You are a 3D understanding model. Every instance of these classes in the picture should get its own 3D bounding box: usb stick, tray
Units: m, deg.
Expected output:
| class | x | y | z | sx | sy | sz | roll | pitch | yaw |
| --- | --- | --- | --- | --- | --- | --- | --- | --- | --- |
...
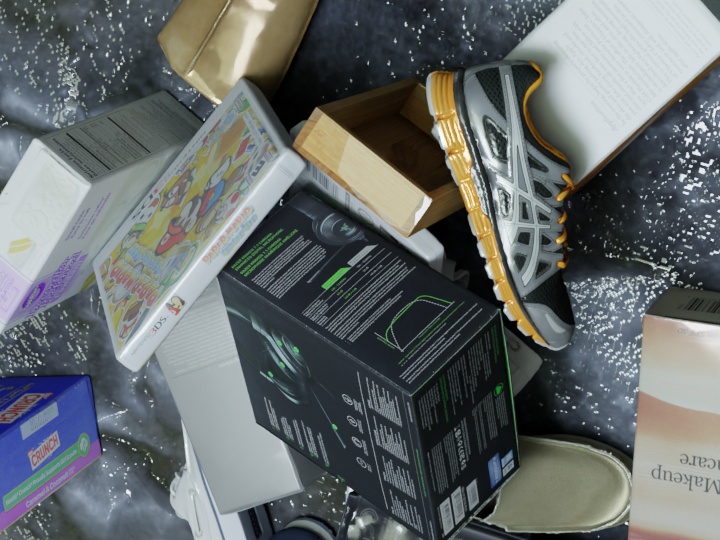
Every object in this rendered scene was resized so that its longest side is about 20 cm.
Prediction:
| class | x | y | z | sx | sy | sz | roll | pitch | yaw |
| --- | --- | --- | --- | --- | --- | --- | --- | --- | --- |
| usb stick | 0.081 | 0.211 | 1.513 | 0.198 | 0.033 | 0.056 | 17 | 102 | 2 |
| tray | 0.034 | -0.081 | 1.423 | 0.098 | 0.200 | 0.037 | 39 | 110 | 10 |

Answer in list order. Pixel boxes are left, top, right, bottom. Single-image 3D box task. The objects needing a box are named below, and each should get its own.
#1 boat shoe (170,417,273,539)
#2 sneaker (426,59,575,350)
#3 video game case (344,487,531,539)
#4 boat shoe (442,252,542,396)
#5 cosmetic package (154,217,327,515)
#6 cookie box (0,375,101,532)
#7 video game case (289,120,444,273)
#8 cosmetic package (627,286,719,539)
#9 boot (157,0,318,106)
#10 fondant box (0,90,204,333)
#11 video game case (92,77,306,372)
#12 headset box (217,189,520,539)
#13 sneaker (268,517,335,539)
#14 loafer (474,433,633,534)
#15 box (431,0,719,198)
| class | x | y | z | sx | sy | sz | roll | pitch | yaw |
| --- | --- | --- | --- | --- | --- | --- | --- | --- | --- |
| boat shoe | -0.119 | 0.178 | 1.627 | 0.065 | 0.074 | 0.202 | -11 | 98 | 21 |
| sneaker | 0.107 | -0.043 | 1.338 | 0.077 | 0.078 | 0.201 | -19 | 106 | 5 |
| video game case | 0.054 | 0.240 | 1.558 | 0.142 | 0.018 | 0.202 | 6 | 97 | 1 |
| boat shoe | 0.052 | 0.018 | 1.517 | 0.066 | 0.072 | 0.200 | -41 | 64 | -9 |
| cosmetic package | -0.089 | 0.072 | 1.570 | 0.090 | 0.107 | 0.202 | -16 | 95 | 27 |
| cookie box | -0.337 | 0.146 | 1.660 | 0.198 | 0.171 | 0.076 | -2 | 105 | 24 |
| video game case | 0.000 | 0.000 | 1.473 | 0.143 | 0.018 | 0.201 | 43 | 154 | 23 |
| cosmetic package | 0.247 | 0.122 | 1.446 | 0.102 | 0.087 | 0.202 | 6 | 106 | 21 |
| boot | -0.097 | -0.240 | 1.517 | 0.175 | 0.066 | 0.201 | 40 | 116 | 10 |
| fondant box | -0.206 | -0.047 | 1.537 | 0.058 | 0.200 | 0.145 | 40 | 116 | 9 |
| video game case | -0.118 | -0.038 | 1.442 | 0.023 | 0.200 | 0.182 | 37 | 98 | -21 |
| headset box | 0.001 | 0.065 | 1.417 | 0.199 | 0.093 | 0.175 | 31 | 149 | 33 |
| sneaker | -0.021 | 0.296 | 1.609 | 0.070 | 0.082 | 0.201 | -33 | 89 | 29 |
| loafer | 0.109 | 0.156 | 1.502 | 0.198 | 0.068 | 0.076 | 6 | 99 | 2 |
| box | 0.163 | -0.134 | 1.396 | 0.200 | 0.124 | 0.098 | -43 | 86 | 27 |
